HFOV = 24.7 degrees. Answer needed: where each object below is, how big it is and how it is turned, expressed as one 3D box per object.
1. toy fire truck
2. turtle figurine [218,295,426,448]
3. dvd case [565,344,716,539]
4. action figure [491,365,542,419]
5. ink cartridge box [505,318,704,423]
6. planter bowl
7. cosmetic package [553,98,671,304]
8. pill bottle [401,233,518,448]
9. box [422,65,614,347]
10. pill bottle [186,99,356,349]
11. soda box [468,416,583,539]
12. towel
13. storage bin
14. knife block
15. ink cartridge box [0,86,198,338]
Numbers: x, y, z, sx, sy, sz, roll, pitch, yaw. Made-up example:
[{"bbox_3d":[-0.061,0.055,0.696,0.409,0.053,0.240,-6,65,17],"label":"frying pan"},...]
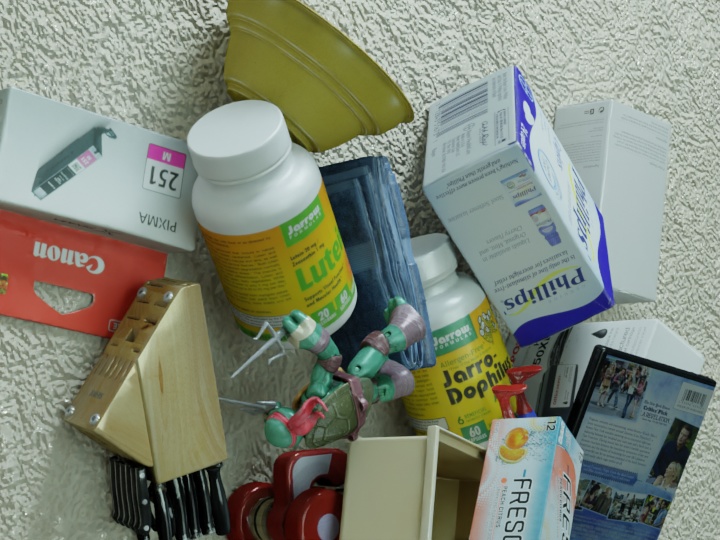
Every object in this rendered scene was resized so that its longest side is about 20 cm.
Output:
[{"bbox_3d":[-0.022,0.258,1.464,0.168,0.112,0.200,0,87,-42],"label":"toy fire truck"},{"bbox_3d":[-0.032,0.100,1.376,0.200,0.150,0.101,-23,65,-40],"label":"turtle figurine"},{"bbox_3d":[0.237,0.177,1.505,0.143,0.018,0.200,17,96,-30],"label":"dvd case"},{"bbox_3d":[0.172,0.191,1.536,0.065,0.052,0.200,-46,126,-59],"label":"action figure"},{"bbox_3d":[0.221,0.132,1.631,0.084,0.200,0.145,37,64,-31],"label":"ink cartridge box"},{"bbox_3d":[-0.056,-0.160,1.425,0.200,0.200,0.084,41,81,-32],"label":"planter bowl"},{"bbox_3d":[0.261,-0.070,1.754,0.108,0.085,0.200,17,77,-40],"label":"cosmetic package"},{"bbox_3d":[0.079,0.071,1.565,0.113,0.113,0.200,-33,109,-38],"label":"pill bottle"},{"bbox_3d":[0.152,-0.064,1.587,0.200,0.105,0.184,57,19,-24],"label":"box"},{"bbox_3d":[-0.079,-0.040,1.396,0.111,0.111,0.200,-47,136,-33],"label":"pill bottle"},{"bbox_3d":[0.136,0.224,1.396,0.064,0.068,0.200,54,41,-45],"label":"soda box"},{"bbox_3d":[0.000,0.000,1.494,0.049,0.112,0.200,-18,96,-47],"label":"towel"},{"bbox_3d":[0.063,0.255,1.428,0.198,0.094,0.200,30,60,-55],"label":"storage bin"},{"bbox_3d":[-0.148,0.130,1.376,0.176,0.064,0.200,38,73,-32],"label":"knife block"},{"bbox_3d":[-0.225,-0.039,1.348,0.200,0.044,0.174,15,76,-40],"label":"ink cartridge box"}]
